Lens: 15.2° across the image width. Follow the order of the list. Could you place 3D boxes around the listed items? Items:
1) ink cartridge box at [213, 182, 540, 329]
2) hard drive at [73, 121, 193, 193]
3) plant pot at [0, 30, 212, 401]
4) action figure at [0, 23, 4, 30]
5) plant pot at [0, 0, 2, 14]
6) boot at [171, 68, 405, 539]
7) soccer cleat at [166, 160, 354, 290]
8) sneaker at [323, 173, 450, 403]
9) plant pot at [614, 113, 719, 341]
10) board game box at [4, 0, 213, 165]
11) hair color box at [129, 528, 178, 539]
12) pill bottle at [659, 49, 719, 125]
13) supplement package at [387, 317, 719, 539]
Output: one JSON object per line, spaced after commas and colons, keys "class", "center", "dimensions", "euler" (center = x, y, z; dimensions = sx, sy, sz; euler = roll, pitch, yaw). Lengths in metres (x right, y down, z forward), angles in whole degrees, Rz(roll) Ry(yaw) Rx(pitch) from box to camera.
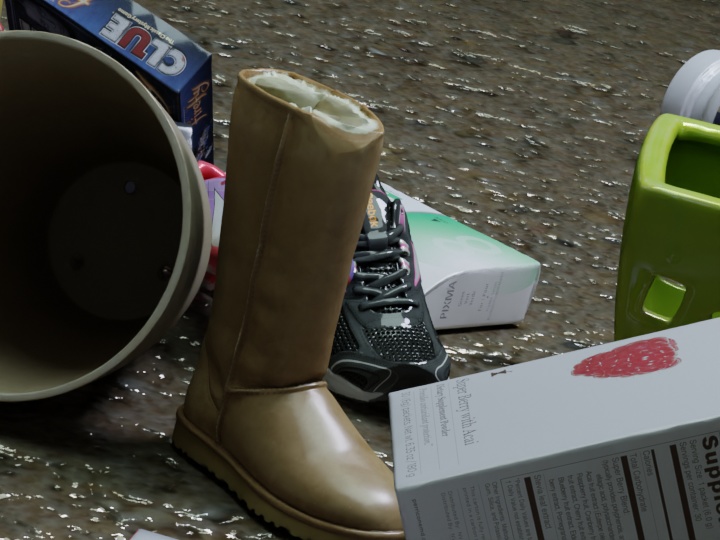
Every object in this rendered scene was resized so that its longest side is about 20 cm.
{"class": "ink cartridge box", "center": [-0.011, -0.010, 1.706], "dimensions": [0.200, 0.050, 0.161], "euler": [-1, 22, -45]}
{"class": "hard drive", "center": [-0.215, -0.061, 1.597], "dimensions": [0.199, 0.033, 0.140], "euler": [7, -24, -20]}
{"class": "plant pot", "center": [-0.155, -0.023, 1.456], "dimensions": [0.187, 0.188, 0.200], "euler": [17, 1, 12]}
{"class": "action figure", "center": [-0.245, -0.120, 1.666], "dimensions": [0.065, 0.099, 0.200], "euler": [-25, 7, -16]}
{"class": "plant pot", "center": [-0.352, -0.263, 2.000], "dimensions": [0.200, 0.189, 0.201], "euler": [13, 17, -4]}
{"class": "boot", "center": [-0.021, 0.021, 1.338], "dimensions": [0.175, 0.201, 0.066], "euler": [27, 22, 37]}
{"class": "soccer cleat", "center": [-0.062, -0.026, 1.575], "dimensions": [0.067, 0.077, 0.200], "euler": [25, -9, -29]}
{"class": "sneaker", "center": [0.000, 0.000, 1.572], "dimensions": [0.080, 0.087, 0.200], "euler": [-5, 33, -19]}
{"class": "plant pot", "center": [0.232, 0.037, 1.517], "dimensions": [0.198, 0.182, 0.200], "euler": [15, 18, 6]}
{"class": "board game box", "center": [-0.152, -0.109, 1.664], "dimensions": [0.135, 0.035, 0.200], "euler": [34, -22, 13]}
{"class": "hair color box", "center": [-0.017, 0.174, 1.097], "dimensions": [0.199, 0.061, 0.102], "euler": [15, 17, 9]}
{"class": "pill bottle", "center": [0.340, -0.100, 2.146], "dimensions": [0.115, 0.116, 0.200], "euler": [-4, 23, -44]}
{"class": "supplement package", "center": [0.122, 0.104, 1.199], "dimensions": [0.199, 0.120, 0.121], "euler": [-13, 17, 3]}
